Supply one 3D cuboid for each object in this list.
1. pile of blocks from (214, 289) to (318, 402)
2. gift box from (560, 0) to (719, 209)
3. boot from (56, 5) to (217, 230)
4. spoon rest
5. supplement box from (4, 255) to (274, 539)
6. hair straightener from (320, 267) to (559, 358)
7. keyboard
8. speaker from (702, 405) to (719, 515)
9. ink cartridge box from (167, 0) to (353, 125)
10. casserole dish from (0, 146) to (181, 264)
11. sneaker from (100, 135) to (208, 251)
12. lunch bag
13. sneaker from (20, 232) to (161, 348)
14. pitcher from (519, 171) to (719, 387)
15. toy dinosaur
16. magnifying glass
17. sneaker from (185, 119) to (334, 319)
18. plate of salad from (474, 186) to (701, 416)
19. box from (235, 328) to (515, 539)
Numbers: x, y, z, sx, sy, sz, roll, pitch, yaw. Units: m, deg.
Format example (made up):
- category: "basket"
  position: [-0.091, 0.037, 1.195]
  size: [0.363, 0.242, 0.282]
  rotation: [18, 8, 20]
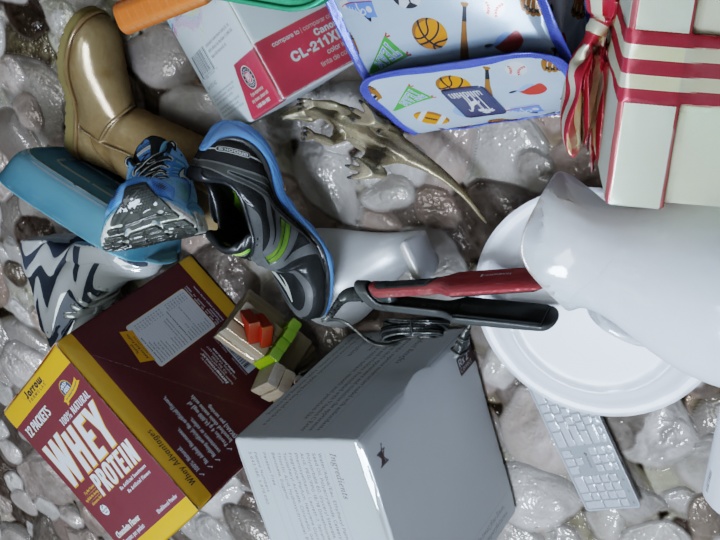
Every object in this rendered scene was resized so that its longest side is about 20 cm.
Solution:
- category: "pile of blocks"
  position: [-0.057, 0.105, 1.027]
  size: [0.201, 0.082, 0.062]
  rotation: [60, 150, 0]
- category: "gift box"
  position: [0.221, -0.138, 0.672]
  size: [0.186, 0.200, 0.186]
  rotation: [5, 112, 5]
- category: "boot"
  position: [-0.184, -0.134, 1.014]
  size: [0.199, 0.066, 0.176]
  rotation: [29, 138, 18]
- category: "spoon rest"
  position: [0.000, 0.000, 0.977]
  size: [0.200, 0.061, 0.100]
  rotation: [-14, 105, 50]
- category: "supplement box"
  position: [-0.192, 0.131, 1.063]
  size: [0.197, 0.200, 0.133]
  rotation: [48, 129, 2]
- category: "hair straightener"
  position: [0.062, 0.042, 0.875]
  size: [0.199, 0.041, 0.077]
  rotation: [-5, 114, 22]
- category: "keyboard"
  position: [0.181, 0.123, 0.946]
  size: [0.056, 0.011, 0.201]
  rotation: [-19, 103, 37]
- category: "speaker"
  position: [0.309, 0.090, 0.805]
  size: [0.081, 0.081, 0.201]
  rotation: [16, 120, 25]
- category: "ink cartridge box"
  position: [-0.101, -0.225, 0.862]
  size: [0.201, 0.083, 0.146]
  rotation: [61, 160, -8]
- category: "casserole dish"
  position: [-0.257, -0.071, 1.060]
  size: [0.200, 0.121, 0.039]
  rotation: [32, 109, 16]
- category: "sneaker"
  position: [-0.177, -0.066, 0.902]
  size: [0.078, 0.200, 0.090]
  rotation: [-12, 93, -4]
- category: "lunch bag"
  position: [0.074, -0.192, 0.786]
  size: [0.169, 0.124, 0.201]
  rotation: [-4, 128, 33]
- category: "sneaker"
  position: [-0.273, 0.030, 1.125]
  size: [0.198, 0.079, 0.130]
  rotation: [2, 102, 32]
- category: "pitcher"
  position: [0.226, 0.019, 0.724]
  size: [0.199, 0.122, 0.172]
  rotation: [17, 160, 36]
- category: "toy dinosaur"
  position: [0.017, -0.104, 0.877]
  size: [0.199, 0.101, 0.058]
  rotation: [29, 107, 15]
- category: "magnifying glass"
  position: [-0.092, -0.208, 0.769]
  size: [0.199, 0.022, 0.080]
  rotation: [-13, 105, 26]
- category: "sneaker"
  position: [-0.088, -0.031, 0.920]
  size: [0.071, 0.083, 0.200]
  rotation: [10, 140, 42]
- category: "plate of salad"
  position: [0.188, 0.025, 0.863]
  size: [0.199, 0.048, 0.201]
  rotation: [11, 120, 20]
- category: "box"
  position: [0.022, 0.181, 0.954]
  size: [0.130, 0.199, 0.201]
  rotation: [-5, 111, 34]
